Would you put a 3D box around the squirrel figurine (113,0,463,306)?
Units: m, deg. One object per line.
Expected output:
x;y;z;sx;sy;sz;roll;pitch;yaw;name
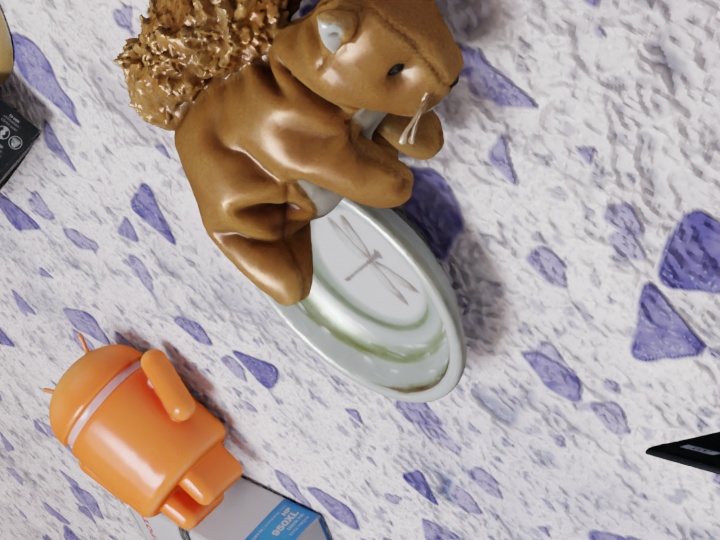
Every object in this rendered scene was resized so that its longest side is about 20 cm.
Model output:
-0.039;-0.116;0.856;0.200;0.142;0.187;41;145;1;squirrel figurine

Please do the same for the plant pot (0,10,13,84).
-0.360;-0.225;1.242;0.200;0.027;0.200;32;148;23;plant pot

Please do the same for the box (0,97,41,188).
-0.377;-0.095;1.294;0.149;0.124;0.200;40;158;-10;box

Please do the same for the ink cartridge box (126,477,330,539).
-0.117;0.277;1.519;0.200;0.084;0.145;19;142;37;ink cartridge box

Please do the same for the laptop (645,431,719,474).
0.276;0.138;0.770;0.200;0.103;0.177;54;159;-25;laptop

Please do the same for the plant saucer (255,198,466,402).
0.000;0.000;1.040;0.200;0.050;0.200;32;148;23;plant saucer

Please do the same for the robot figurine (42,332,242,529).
-0.205;0.148;1.436;0.200;0.117;0.144;40;162;7;robot figurine
